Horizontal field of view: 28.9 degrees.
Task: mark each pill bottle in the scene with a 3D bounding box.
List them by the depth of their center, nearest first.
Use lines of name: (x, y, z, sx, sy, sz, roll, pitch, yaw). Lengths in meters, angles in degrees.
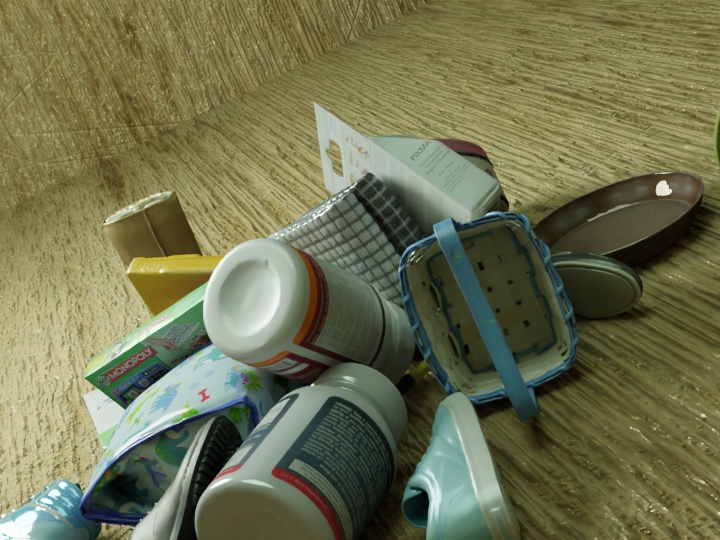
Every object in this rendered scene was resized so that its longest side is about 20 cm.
pill bottle: (-0.037, 0.164, 1.138, 0.119, 0.120, 0.200, -13, 21, 32)
pill bottle: (-0.040, 0.048, 1.257, 0.109, 0.110, 0.200, -14, -22, 30)

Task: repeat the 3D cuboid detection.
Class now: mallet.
mallet: (0.049, 0.099, 1.353, 0.200, 0.041, 0.066, -35, 19, -18)

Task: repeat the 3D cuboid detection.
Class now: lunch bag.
lunch bag: (-0.154, 0.154, 1.303, 0.199, 0.128, 0.170, -20, 19, 13)

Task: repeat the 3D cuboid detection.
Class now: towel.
towel: (0.000, 0.000, 1.420, 0.086, 0.166, 0.200, -44, 10, -31)

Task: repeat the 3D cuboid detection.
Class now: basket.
basket: (0.113, 0.038, 1.225, 0.139, 0.177, 0.200, -22, -1, 4)

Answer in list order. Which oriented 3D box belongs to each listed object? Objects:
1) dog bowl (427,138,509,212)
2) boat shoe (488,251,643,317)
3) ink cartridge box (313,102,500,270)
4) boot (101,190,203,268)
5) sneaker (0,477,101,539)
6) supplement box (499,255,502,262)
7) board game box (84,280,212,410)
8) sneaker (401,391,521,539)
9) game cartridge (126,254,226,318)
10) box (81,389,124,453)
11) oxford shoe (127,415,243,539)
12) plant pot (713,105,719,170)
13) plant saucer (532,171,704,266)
dog bowl: (0.070, -0.091, 1.634, 0.199, 0.074, 0.200, -7, -14, -2)
boat shoe: (0.197, 0.009, 1.359, 0.200, 0.067, 0.057, -9, 28, 49)
ink cartridge box: (0.048, -0.083, 1.389, 0.057, 0.163, 0.200, -41, 66, -18)
boot: (-0.191, -0.005, 1.684, 0.175, 0.200, 0.066, -24, 18, 3)
sneaker: (-0.331, 0.255, 1.337, 0.199, 0.080, 0.131, -2, 29, 30)
supplement box: (0.046, -0.012, 1.546, 0.199, 0.109, 0.061, -15, 21, 26)
board game box: (-0.159, 0.093, 1.400, 0.200, 0.135, 0.029, -32, 30, 26)
sneaker: (0.066, 0.158, 1.094, 0.082, 0.074, 0.200, -21, 17, 3)
game cartridge: (-0.116, 0.050, 1.423, 0.199, 0.177, 0.032, 0, 47, 28)
box: (-0.233, 0.149, 1.578, 0.144, 0.036, 0.200, -28, 17, -10)
oxford shoe: (-0.150, 0.202, 1.137, 0.084, 0.073, 0.200, -10, 42, 30)
plant pot: (0.412, -0.078, 1.165, 0.200, 0.201, 0.184, -20, 29, 14)
plant saucer: (0.268, -0.044, 1.470, 0.200, 0.035, 0.200, -22, 17, 7)
